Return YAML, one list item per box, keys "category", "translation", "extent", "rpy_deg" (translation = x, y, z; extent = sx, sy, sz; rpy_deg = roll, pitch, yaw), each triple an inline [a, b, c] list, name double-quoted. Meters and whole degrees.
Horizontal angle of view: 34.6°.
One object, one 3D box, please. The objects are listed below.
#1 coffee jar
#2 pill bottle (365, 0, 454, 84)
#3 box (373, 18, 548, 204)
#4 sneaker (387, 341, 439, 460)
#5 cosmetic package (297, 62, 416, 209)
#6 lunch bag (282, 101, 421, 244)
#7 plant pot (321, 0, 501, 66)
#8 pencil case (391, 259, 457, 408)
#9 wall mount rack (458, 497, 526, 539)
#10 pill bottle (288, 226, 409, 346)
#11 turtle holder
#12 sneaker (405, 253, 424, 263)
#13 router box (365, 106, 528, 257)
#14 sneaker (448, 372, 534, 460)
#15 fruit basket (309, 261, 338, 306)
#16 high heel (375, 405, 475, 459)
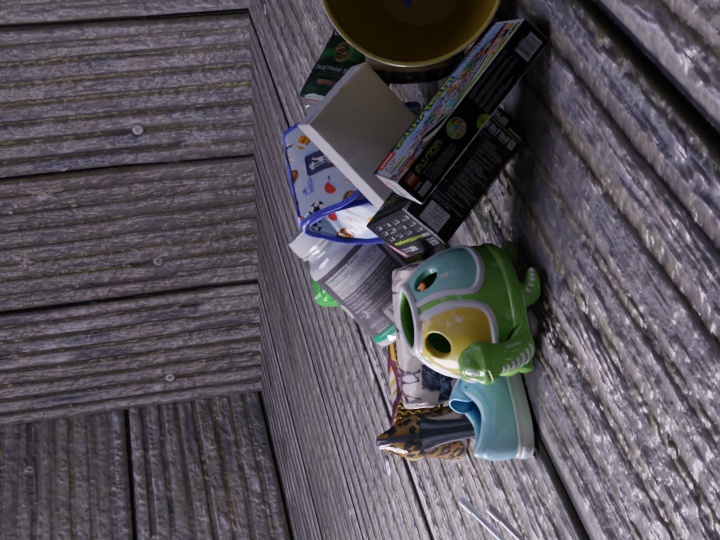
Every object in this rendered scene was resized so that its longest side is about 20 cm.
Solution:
- category: "coffee jar"
  translation: [0.006, -0.289, 1.507]
  extent: [0.085, 0.103, 0.202]
  rpy_deg: [39, -109, -52]
- category: "pill bottle"
  translation: [0.057, -0.334, 1.386]
  extent: [0.112, 0.110, 0.202]
  rpy_deg: [-123, 28, -66]
- category: "box"
  translation: [0.097, -0.160, 1.153]
  extent: [0.201, 0.035, 0.110]
  rpy_deg: [-52, 15, -1]
- category: "sneaker"
  translation: [0.078, 0.177, 1.709]
  extent: [0.090, 0.074, 0.203]
  rpy_deg: [141, 128, -86]
- category: "cosmetic package"
  translation: [0.030, -0.143, 1.401]
  extent: [0.200, 0.107, 0.090]
  rpy_deg: [46, 174, -10]
- category: "lunch bag"
  translation: [0.002, -0.131, 1.561]
  extent: [0.124, 0.197, 0.172]
  rpy_deg: [99, 162, -54]
- category: "plant pot"
  translation: [0.060, -0.321, 1.250]
  extent: [0.142, 0.197, 0.203]
  rpy_deg: [-51, -44, -79]
- category: "pencil case"
  translation: [0.091, 0.082, 1.547]
  extent: [0.078, 0.088, 0.203]
  rpy_deg: [-9, -86, -75]
- category: "wall mount rack"
  translation: [0.170, 0.341, 1.291]
  extent: [0.200, 0.074, 0.176]
  rpy_deg: [146, 117, -77]
- category: "pill bottle"
  translation: [0.000, 0.000, 1.629]
  extent: [0.200, 0.113, 0.113]
  rpy_deg: [45, 171, -7]
- category: "turtle holder"
  translation: [0.116, 0.060, 1.223]
  extent: [0.142, 0.130, 0.187]
  rpy_deg: [100, 161, -54]
- category: "sneaker"
  translation: [0.032, -0.032, 1.705]
  extent: [0.200, 0.104, 0.077]
  rpy_deg: [118, 144, -72]
- category: "router box"
  translation: [0.090, -0.096, 1.267]
  extent: [0.150, 0.062, 0.200]
  rpy_deg: [-53, 7, -9]
- category: "sneaker"
  translation: [0.137, 0.122, 1.319]
  extent: [0.074, 0.081, 0.202]
  rpy_deg: [100, 160, -53]
- category: "fruit basket"
  translation: [-0.027, -0.034, 1.951]
  extent: [0.215, 0.154, 0.219]
  rpy_deg: [3, 94, 62]
- category: "high heel"
  translation: [0.075, 0.220, 1.531]
  extent: [0.200, 0.141, 0.072]
  rpy_deg: [125, 137, -74]
